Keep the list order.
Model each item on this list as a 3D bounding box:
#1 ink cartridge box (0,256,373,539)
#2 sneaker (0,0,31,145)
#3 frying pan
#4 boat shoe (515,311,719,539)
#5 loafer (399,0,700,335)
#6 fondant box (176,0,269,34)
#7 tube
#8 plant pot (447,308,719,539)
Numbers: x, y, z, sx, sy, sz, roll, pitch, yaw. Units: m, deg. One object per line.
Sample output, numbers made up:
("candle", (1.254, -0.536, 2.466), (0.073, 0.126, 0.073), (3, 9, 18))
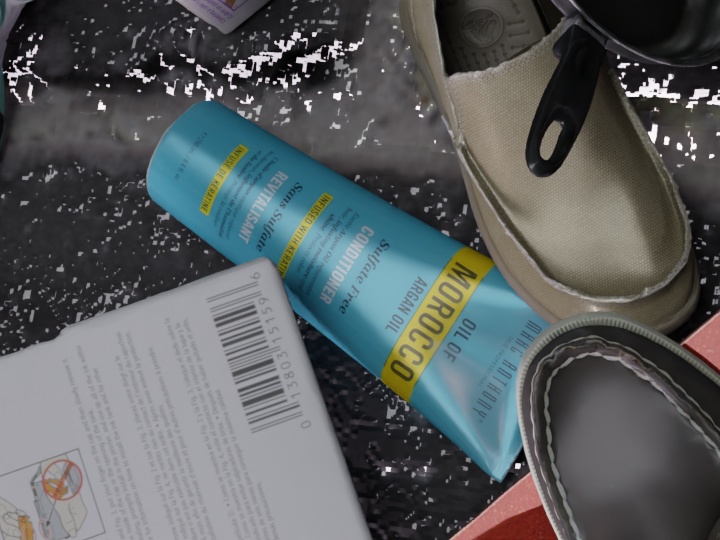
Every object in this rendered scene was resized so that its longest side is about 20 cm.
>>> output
("ink cartridge box", (-0.082, 0.118, 0.840), (0.172, 0.044, 0.202), (-19, 80, -4))
("sneaker", (-0.217, -0.139, 1.010), (0.139, 0.078, 0.202), (18, 85, 28))
("frying pan", (0.103, -0.094, 0.821), (0.031, 0.114, 0.192), (-37, 42, 48))
("boat shoe", (0.107, 0.101, 0.597), (0.071, 0.061, 0.202), (-34, 86, 11))
("loafer", (0.067, -0.059, 0.846), (0.075, 0.068, 0.201), (-28, 64, -4))
("fondant box", (-0.028, -0.225, 0.951), (0.199, 0.058, 0.145), (-38, 64, 14))
("tube", (0.000, 0.000, 0.890), (0.199, 0.050, 0.078), (33, 98, 23))
("plant pot", (0.124, 0.140, 0.715), (0.200, 0.200, 0.177), (-41, 75, 11))
